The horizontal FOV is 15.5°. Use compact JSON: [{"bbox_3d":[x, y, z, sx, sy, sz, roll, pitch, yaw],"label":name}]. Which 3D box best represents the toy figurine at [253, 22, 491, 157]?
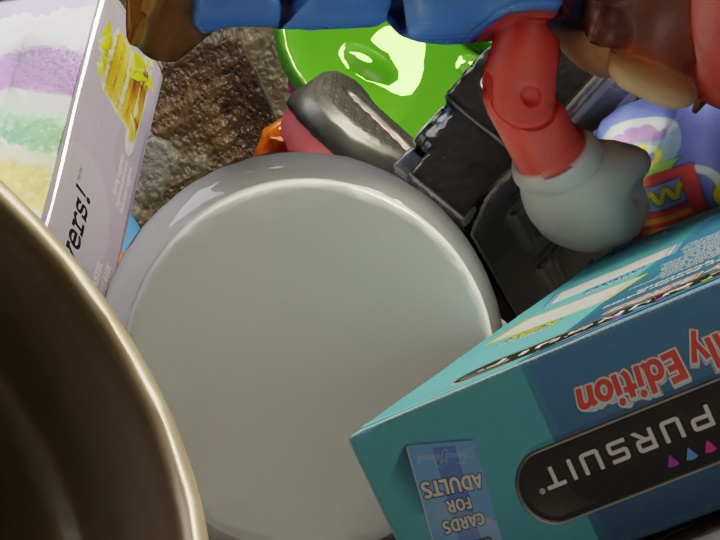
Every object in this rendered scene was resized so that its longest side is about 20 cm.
[{"bbox_3d":[0.010,-0.024,1.153,0.184,0.200,0.150,-41,25,51],"label":"toy figurine"}]

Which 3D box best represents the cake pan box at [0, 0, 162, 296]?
[{"bbox_3d":[-0.170,0.005,0.822,0.200,0.052,0.184,-8,47,23],"label":"cake pan box"}]

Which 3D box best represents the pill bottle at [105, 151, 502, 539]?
[{"bbox_3d":[-0.018,0.023,0.760,0.114,0.114,0.200,-25,2,-3],"label":"pill bottle"}]

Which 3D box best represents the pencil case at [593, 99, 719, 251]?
[{"bbox_3d":[0.162,-0.044,0.777,0.200,0.087,0.078,-24,-32,11],"label":"pencil case"}]

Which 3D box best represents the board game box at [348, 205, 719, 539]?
[{"bbox_3d":[0.104,0.009,0.629,0.151,0.047,0.200,-24,2,25],"label":"board game box"}]

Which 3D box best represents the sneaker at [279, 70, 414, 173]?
[{"bbox_3d":[0.000,0.000,0.945,0.087,0.074,0.200,-43,-22,-4],"label":"sneaker"}]

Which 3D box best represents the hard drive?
[{"bbox_3d":[0.099,-0.076,0.850,0.200,0.038,0.140,-47,-21,-5],"label":"hard drive"}]

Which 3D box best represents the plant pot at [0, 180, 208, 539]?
[{"bbox_3d":[-0.160,0.071,0.558,0.174,0.200,0.200,-42,-7,29],"label":"plant pot"}]

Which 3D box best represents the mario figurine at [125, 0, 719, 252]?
[{"bbox_3d":[0.036,-0.082,0.735,0.200,0.124,0.106,10,32,-10],"label":"mario figurine"}]

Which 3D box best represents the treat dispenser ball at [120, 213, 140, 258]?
[{"bbox_3d":[-0.167,0.036,0.971,0.201,0.201,0.201,-25,2,1],"label":"treat dispenser ball"}]
